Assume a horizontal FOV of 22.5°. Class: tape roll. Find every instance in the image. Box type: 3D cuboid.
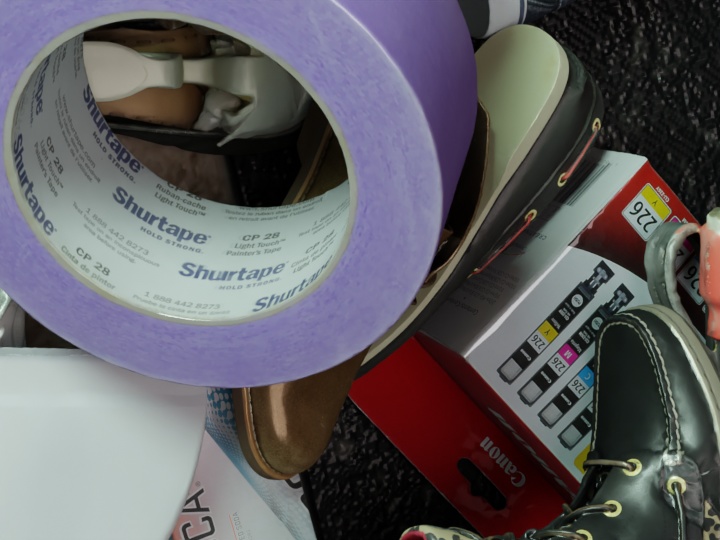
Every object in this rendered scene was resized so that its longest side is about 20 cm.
[{"bbox_3d":[-0.059,-0.057,0.701,0.200,0.085,0.200,7,125,9],"label":"tape roll"}]

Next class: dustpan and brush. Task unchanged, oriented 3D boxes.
[{"bbox_3d":[-0.139,0.132,0.777,0.139,0.057,0.200,3,89,-31],"label":"dustpan and brush"}]

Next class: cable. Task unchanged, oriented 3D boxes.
[{"bbox_3d":[0.180,0.050,0.853,0.097,0.050,0.200,-2,99,-25],"label":"cable"}]

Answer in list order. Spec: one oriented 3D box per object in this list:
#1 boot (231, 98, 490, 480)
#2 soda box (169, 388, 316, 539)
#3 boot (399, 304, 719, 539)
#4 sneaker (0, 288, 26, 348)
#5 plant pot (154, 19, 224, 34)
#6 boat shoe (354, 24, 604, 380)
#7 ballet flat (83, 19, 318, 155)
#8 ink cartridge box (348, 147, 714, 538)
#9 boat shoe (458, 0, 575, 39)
[{"bbox_3d":[0.000,0.000,0.808,0.074,0.075,0.200,28,77,-56],"label":"boot"},{"bbox_3d":[-0.064,0.112,0.856,0.068,0.064,0.200,-19,107,-17],"label":"soda box"},{"bbox_3d":[0.089,0.116,0.795,0.150,0.073,0.200,-1,86,-27],"label":"boot"},{"bbox_3d":[-0.176,0.032,0.786,0.075,0.081,0.200,-11,111,-20],"label":"sneaker"},{"bbox_3d":[-0.043,-0.215,0.747,0.200,0.200,0.199,-23,115,-16],"label":"plant pot"},{"bbox_3d":[0.042,-0.021,0.867,0.201,0.074,0.063,-52,141,6],"label":"boat shoe"},{"bbox_3d":[-0.079,-0.083,0.812,0.200,0.068,0.068,-3,100,-21],"label":"ballet flat"},{"bbox_3d":[0.123,0.069,0.909,0.176,0.084,0.200,-47,112,-7],"label":"ink cartridge box"},{"bbox_3d":[0.067,-0.216,0.849,0.091,0.071,0.201,-23,113,-19],"label":"boat shoe"}]
